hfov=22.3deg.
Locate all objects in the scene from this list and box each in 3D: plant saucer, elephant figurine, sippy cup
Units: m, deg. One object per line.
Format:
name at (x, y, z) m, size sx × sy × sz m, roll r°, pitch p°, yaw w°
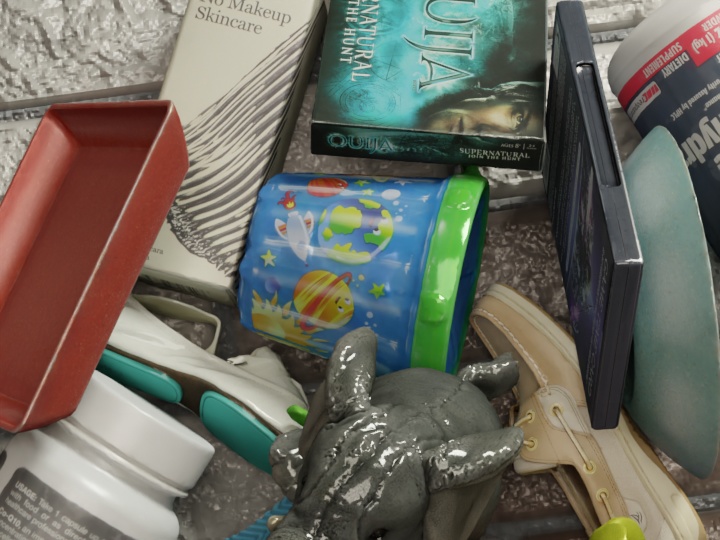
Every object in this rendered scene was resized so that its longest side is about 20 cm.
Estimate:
plant saucer at (0.162, 0.020, 1.028) m, size 0.039 × 0.201 × 0.201 m, roll -6°, pitch 79°, yaw -1°
elephant figurine at (0.015, 0.103, 0.916) m, size 0.141 × 0.200 × 0.155 m, roll -5°, pitch 75°, yaw 4°
plant saucer at (-0.177, -0.003, 1.067) m, size 0.037 × 0.200 × 0.200 m, roll 28°, pitch 80°, yaw -28°
sippy cup at (0.000, 0.000, 1.074) m, size 0.130 × 0.140 × 0.178 m, roll 10°, pitch 36°, yaw 8°

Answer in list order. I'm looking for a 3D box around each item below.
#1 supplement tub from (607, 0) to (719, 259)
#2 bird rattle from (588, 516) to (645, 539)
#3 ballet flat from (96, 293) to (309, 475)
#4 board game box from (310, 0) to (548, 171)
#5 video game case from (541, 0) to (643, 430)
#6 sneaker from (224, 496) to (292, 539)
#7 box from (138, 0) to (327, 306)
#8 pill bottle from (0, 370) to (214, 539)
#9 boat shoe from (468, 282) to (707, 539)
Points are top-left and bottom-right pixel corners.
supplement tub at (0.251, -0.076, 1.075) m, size 0.140 × 0.140 × 0.200 m, roll -31°, pitch 80°, yaw -4°
bird rattle at (0.081, 0.206, 0.947) m, size 0.200 × 0.163 × 0.113 m, roll -27°, pitch 93°, yaw 18°
ballet flat at (-0.088, 0.062, 1.102) m, size 0.200 × 0.069 × 0.069 m, roll 28°, pitch 81°, yaw 8°
board game box at (0.046, -0.141, 1.100) m, size 0.135 × 0.028 × 0.200 m, roll 4°, pitch 47°, yaw 2°
video game case at (0.127, -0.033, 1.026) m, size 0.019 × 0.143 × 0.200 m, roll -4°, pitch 49°, yaw -3°
sneaker at (-0.052, 0.193, 1.064) m, size 0.200 × 0.077 × 0.081 m, roll -33°, pitch 118°, yaw 10°
box at (-0.085, -0.085, 1.123) m, size 0.082 × 0.068 × 0.200 m, roll 14°, pitch 80°, yaw 5°
pill bottle at (-0.176, 0.163, 1.049) m, size 0.113 × 0.113 × 0.200 m, roll 32°, pitch 87°, yaw 7°
boat shoe at (0.121, 0.100, 1.079) m, size 0.069 × 0.074 × 0.200 m, roll -35°, pitch 81°, yaw -11°
